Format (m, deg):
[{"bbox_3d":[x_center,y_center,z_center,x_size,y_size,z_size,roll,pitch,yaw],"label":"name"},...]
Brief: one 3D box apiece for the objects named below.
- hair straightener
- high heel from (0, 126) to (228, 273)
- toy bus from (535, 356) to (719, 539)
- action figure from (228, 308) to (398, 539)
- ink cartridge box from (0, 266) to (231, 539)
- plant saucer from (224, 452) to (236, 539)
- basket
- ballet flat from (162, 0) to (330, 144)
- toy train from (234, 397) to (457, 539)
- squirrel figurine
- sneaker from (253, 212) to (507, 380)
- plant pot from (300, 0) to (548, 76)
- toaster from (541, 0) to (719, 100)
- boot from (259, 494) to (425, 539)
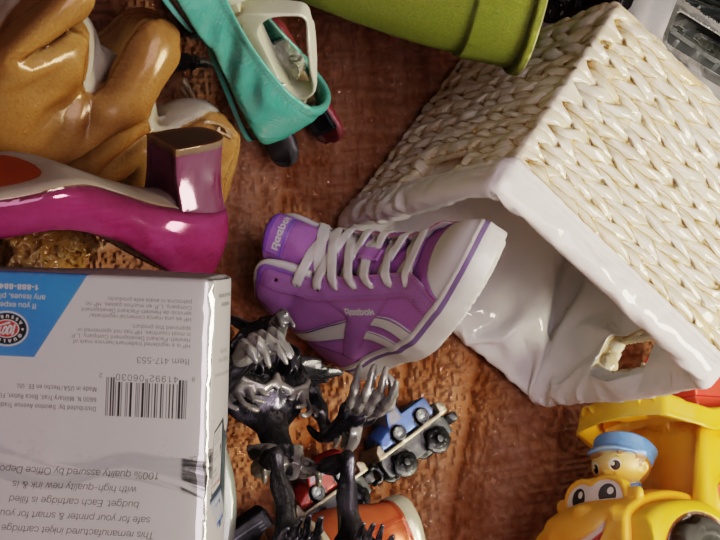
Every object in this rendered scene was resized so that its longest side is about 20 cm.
[{"bbox_3d":[-0.087,-0.152,1.648,0.077,0.041,0.200,-32,101,-26],"label":"hair straightener"},{"bbox_3d":[-0.159,-0.017,1.474,0.200,0.067,0.096,-10,117,-28],"label":"high heel"},{"bbox_3d":[0.200,0.130,1.722,0.200,0.136,0.192,2,79,-42],"label":"toy bus"},{"bbox_3d":[-0.036,0.082,1.583,0.119,0.102,0.200,9,44,-33],"label":"action figure"},{"bbox_3d":[-0.148,0.100,1.453,0.146,0.086,0.200,2,93,5],"label":"ink cartridge box"},{"bbox_3d":[-0.172,0.135,1.527,0.200,0.050,0.201,0,87,6],"label":"plant saucer"},{"bbox_3d":[0.131,-0.038,1.672,0.200,0.198,0.161,40,66,-20],"label":"basket"},{"bbox_3d":[-0.069,-0.154,1.548,0.070,0.067,0.200,-20,136,11],"label":"ballet flat"},{"bbox_3d":[-0.021,0.136,1.674,0.200,0.034,0.046,-34,92,-24],"label":"toy train"},{"bbox_3d":[-0.172,-0.067,1.568,0.200,0.141,0.187,-50,120,-6],"label":"squirrel figurine"},{"bbox_3d":[0.000,0.001,1.598,0.114,0.200,0.073,35,58,-13],"label":"sneaker"},{"bbox_3d":[0.013,-0.229,1.596,0.193,0.200,0.201,8,83,-6],"label":"plant pot"},{"bbox_3d":[0.228,-0.178,1.772,0.200,0.119,0.181,29,75,-24],"label":"toaster"},{"bbox_3d":[0.005,0.236,1.650,0.107,0.075,0.200,-19,112,-39],"label":"boot"}]
